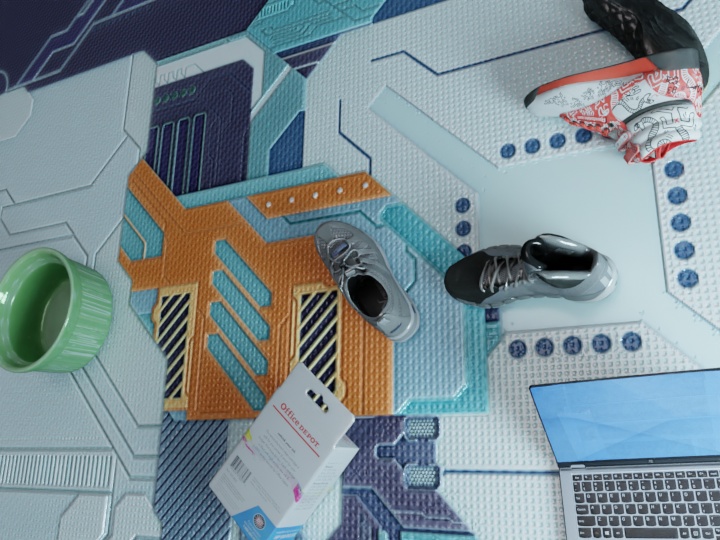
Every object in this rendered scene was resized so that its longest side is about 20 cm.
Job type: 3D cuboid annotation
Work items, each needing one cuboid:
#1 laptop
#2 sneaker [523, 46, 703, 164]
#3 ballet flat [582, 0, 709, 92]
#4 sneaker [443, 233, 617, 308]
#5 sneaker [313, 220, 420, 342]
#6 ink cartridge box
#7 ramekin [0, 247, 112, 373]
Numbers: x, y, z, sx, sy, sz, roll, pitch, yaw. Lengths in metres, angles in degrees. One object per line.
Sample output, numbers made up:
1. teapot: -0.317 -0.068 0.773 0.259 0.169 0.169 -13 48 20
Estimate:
1. laptop: 0.270 0.206 0.620 0.185 0.116 0.203 -10 70 26
2. sneaker: 0.279 -0.170 0.756 0.200 0.067 0.109 -6 93 43
3. ballet flat: 0.332 -0.275 0.779 0.066 0.057 0.201 -31 68 1
4. sneaker: 0.173 -0.008 0.737 0.198 0.115 0.076 -5 73 27
5. sneaker: 0.000 0.000 0.849 0.075 0.082 0.200 -47 59 8
6. ink cartridge box: -0.084 0.229 0.834 0.115 0.068 0.201 39 96 31
7. ramekin: -0.501 0.072 1.092 0.198 0.097 0.203 -9 71 26
